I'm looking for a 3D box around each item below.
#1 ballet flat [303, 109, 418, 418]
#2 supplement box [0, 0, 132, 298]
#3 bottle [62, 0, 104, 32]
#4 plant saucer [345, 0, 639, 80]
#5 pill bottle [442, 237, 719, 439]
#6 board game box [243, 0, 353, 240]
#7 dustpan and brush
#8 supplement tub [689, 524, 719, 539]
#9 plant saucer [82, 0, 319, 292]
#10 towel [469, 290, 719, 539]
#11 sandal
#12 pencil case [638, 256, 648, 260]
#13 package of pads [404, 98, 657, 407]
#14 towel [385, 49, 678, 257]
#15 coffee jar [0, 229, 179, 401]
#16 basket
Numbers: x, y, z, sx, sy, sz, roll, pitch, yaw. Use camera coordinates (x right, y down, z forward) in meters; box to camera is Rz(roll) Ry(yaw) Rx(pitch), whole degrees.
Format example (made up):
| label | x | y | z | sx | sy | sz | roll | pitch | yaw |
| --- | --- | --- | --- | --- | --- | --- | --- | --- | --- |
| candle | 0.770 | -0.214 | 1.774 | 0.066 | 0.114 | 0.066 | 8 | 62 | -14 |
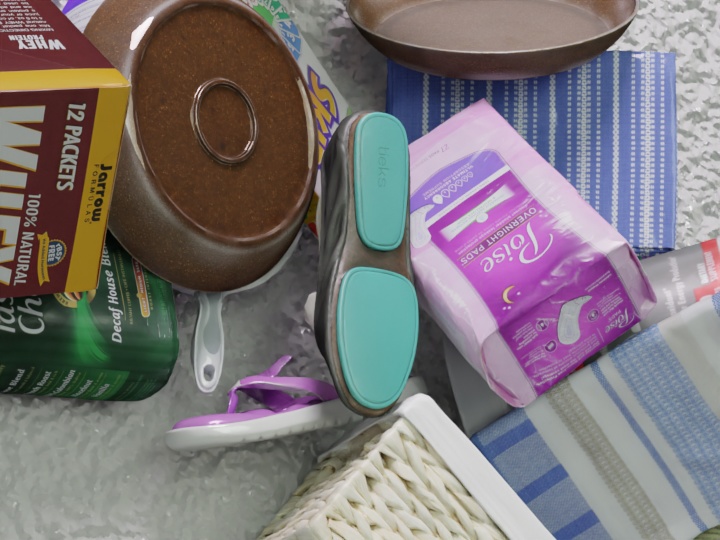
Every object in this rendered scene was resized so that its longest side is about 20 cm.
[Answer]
| label | x | y | z | sx | sy | sz | roll | pitch | yaw |
| --- | --- | --- | --- | --- | --- | --- | --- | --- | --- |
| ballet flat | 0.000 | 0.000 | 1.675 | 0.068 | 0.068 | 0.201 | 15 | 68 | -28 |
| supplement box | -0.267 | -0.086 | 1.541 | 0.196 | 0.133 | 0.200 | -5 | 31 | -31 |
| bottle | -0.159 | -0.146 | 1.716 | 0.065 | 0.083 | 0.201 | 37 | 48 | -29 |
| plant saucer | 0.090 | -0.169 | 1.832 | 0.200 | 0.200 | 0.032 | -19 | 119 | -34 |
| pill bottle | 0.161 | 0.058 | 1.745 | 0.199 | 0.114 | 0.114 | -16 | 75 | 8 |
| board game box | -0.058 | -0.122 | 1.753 | 0.200 | 0.030 | 0.096 | 58 | 33 | -22 |
| dustpan and brush | -0.098 | -0.009 | 1.709 | 0.139 | 0.057 | 0.201 | 17 | 63 | -24 |
| supplement tub | 0.268 | 0.187 | 1.789 | 0.145 | 0.145 | 0.201 | 33 | 57 | -14 |
| plant saucer | -0.092 | -0.088 | 1.653 | 0.200 | 0.034 | 0.201 | 14 | 71 | -44 |
| towel | 0.189 | 0.110 | 1.694 | 0.147 | 0.199 | 0.024 | 54 | 16 | -20 |
| sandal | -0.046 | 0.079 | 1.694 | 0.202 | 0.082 | 0.050 | -8 | 85 | -45 |
| pencil case | 0.173 | -0.023 | 1.853 | 0.085 | 0.092 | 0.201 | -17 | 80 | -34 |
| package of pads | 0.085 | -0.015 | 1.711 | 0.120 | 0.200 | 0.076 | -36 | 134 | -3 |
| towel | 0.114 | -0.078 | 1.815 | 0.199 | 0.024 | 0.146 | 0 | 77 | 3 |
| coffee jar | -0.214 | 0.028 | 1.613 | 0.199 | 0.085 | 0.105 | -1 | 70 | -30 |
| basket | 0.038 | 0.199 | 1.659 | 0.200 | 0.135 | 0.123 | 48 | 57 | -4 |
